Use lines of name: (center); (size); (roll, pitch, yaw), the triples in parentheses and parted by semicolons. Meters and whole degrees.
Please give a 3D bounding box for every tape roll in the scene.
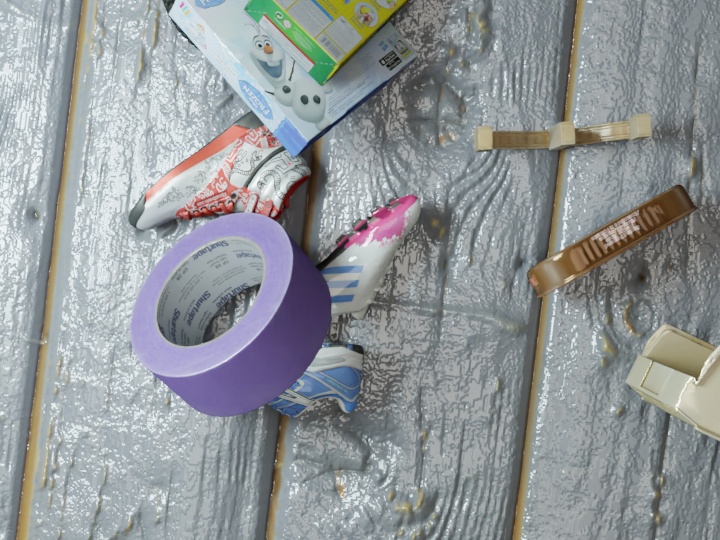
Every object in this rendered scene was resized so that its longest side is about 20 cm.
tape roll: (-0.135, 0.044, 1.104); (0.200, 0.200, 0.085); (-40, 134, -1)

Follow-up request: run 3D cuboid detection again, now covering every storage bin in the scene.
storage bin: (0.406, 0.139, 1.122); (0.197, 0.200, 0.094); (26, 92, -2)

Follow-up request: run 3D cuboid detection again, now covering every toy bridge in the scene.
toy bridge: (0.224, -0.150, 1.181); (0.198, 0.067, 0.028); (-5, 90, -3)

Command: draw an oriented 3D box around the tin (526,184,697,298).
tin: (0.273, -0.032, 1.163); (0.199, 0.112, 0.042); (-30, 81, -2)

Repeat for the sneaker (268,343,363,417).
sneaker: (-0.093, 0.124, 1.168); (0.198, 0.076, 0.078); (-4, 86, 0)

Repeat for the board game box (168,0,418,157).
board game box: (-0.067, -0.252, 1.136); (0.199, 0.043, 0.200); (49, 55, -2)

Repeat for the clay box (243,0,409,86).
clay box: (-0.019, -0.297, 1.126); (0.115, 0.048, 0.200); (44, 53, -5)

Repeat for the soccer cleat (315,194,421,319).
soccer cleat: (0.000, 0.000, 1.181); (0.200, 0.070, 0.087); (-39, 101, 4)

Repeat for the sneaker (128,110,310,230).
sneaker: (-0.151, -0.081, 1.171); (0.201, 0.067, 0.108); (-38, 89, -4)

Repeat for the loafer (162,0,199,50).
loafer: (-0.134, -0.265, 1.177); (0.200, 0.073, 0.072); (40, 69, -9)
